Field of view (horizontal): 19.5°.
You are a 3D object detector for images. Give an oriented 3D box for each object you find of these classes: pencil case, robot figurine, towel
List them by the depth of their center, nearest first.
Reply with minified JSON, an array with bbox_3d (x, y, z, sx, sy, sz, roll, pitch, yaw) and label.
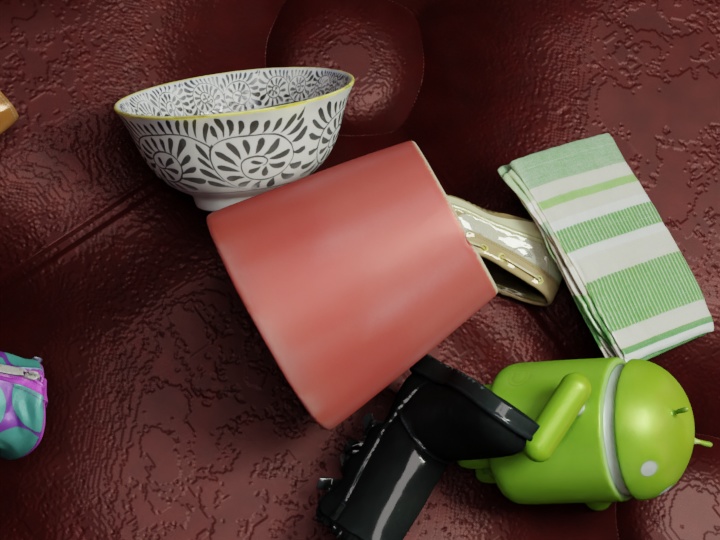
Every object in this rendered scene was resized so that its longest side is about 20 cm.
[{"bbox_3d":[-0.343,0.080,1.643,0.200,0.092,0.085,22,38,-30],"label":"pencil case"},{"bbox_3d":[0.179,0.130,1.697,0.199,0.175,0.116,-4,65,25],"label":"robot figurine"},{"bbox_3d":[0.214,-0.019,1.788,0.152,0.023,0.200,-17,72,-44],"label":"towel"}]

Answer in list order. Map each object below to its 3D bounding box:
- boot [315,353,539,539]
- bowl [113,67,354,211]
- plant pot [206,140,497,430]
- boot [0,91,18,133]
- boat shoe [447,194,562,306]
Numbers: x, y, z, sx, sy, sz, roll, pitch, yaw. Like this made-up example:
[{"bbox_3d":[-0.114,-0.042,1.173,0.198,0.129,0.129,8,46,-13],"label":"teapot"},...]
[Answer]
[{"bbox_3d":[0.047,0.155,1.641,0.073,0.198,0.163,36,85,-22],"label":"boot"},{"bbox_3d":[-0.099,-0.104,1.741,0.200,0.201,0.095,-10,105,-11],"label":"bowl"},{"bbox_3d":[0.000,0.000,1.670,0.177,0.200,0.201,-29,78,2],"label":"plant pot"},{"bbox_3d":[-0.398,-0.149,1.747,0.155,0.077,0.200,-43,85,-16],"label":"boot"},{"bbox_3d":[0.079,-0.019,1.775,0.199,0.074,0.067,12,66,-4],"label":"boat shoe"}]
